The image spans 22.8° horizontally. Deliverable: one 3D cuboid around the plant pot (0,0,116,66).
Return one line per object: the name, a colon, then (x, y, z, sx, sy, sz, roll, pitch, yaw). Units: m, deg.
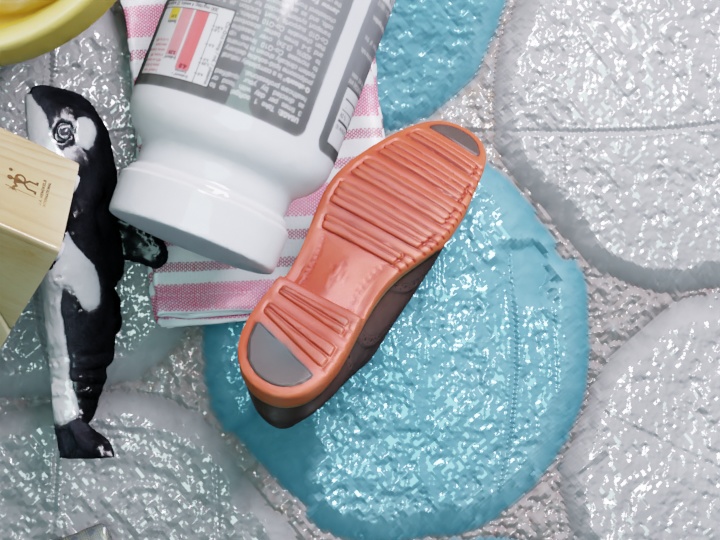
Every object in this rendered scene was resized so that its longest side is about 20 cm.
plant pot: (-0.199, -0.201, 0.932, 0.198, 0.189, 0.203, 0, 90, -3)

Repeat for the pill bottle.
pill bottle: (-0.055, -0.108, 0.947, 0.115, 0.116, 0.202, 21, 84, -2)

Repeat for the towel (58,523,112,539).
towel: (-0.187, 0.271, 1.017, 0.191, 0.035, 0.202, -25, 89, -5)

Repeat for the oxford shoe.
oxford shoe: (0.000, 0.000, 0.983, 0.071, 0.073, 0.200, 34, 67, 17)

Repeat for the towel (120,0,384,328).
towel: (-0.057, -0.074, 1.017, 0.145, 0.030, 0.202, -6, 90, -3)

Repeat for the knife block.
knife block: (-0.235, -0.035, 0.864, 0.174, 0.064, 0.200, 24, 131, -18)

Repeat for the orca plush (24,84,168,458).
orca plush: (-0.139, 0.000, 0.973, 0.070, 0.105, 0.202, -5, 81, -7)
